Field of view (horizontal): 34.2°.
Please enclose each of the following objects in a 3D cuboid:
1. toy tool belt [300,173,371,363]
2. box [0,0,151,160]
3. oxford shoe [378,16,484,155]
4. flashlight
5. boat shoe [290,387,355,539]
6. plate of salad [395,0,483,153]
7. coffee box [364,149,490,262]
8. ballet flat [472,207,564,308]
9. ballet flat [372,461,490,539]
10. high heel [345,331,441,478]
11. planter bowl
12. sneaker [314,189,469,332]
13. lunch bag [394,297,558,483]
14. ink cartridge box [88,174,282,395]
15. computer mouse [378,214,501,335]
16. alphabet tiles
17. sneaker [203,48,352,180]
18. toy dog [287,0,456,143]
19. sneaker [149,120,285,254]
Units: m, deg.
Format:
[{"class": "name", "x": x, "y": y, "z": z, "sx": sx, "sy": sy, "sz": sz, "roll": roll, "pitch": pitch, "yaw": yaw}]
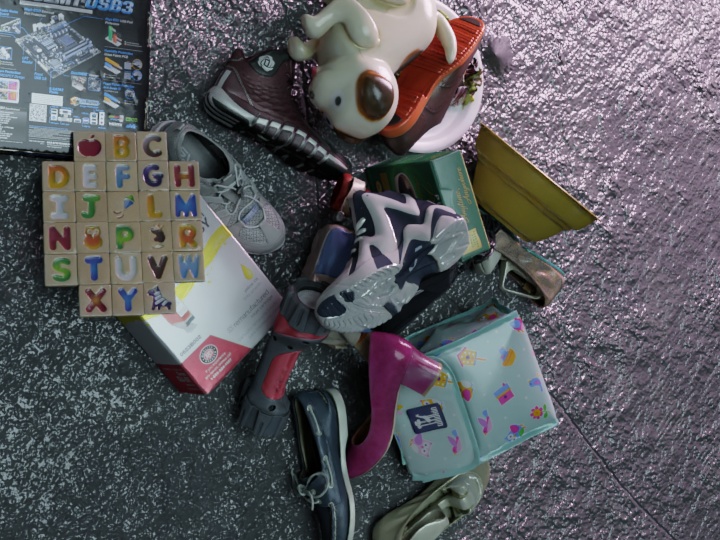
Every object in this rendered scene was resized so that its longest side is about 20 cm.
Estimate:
[{"class": "toy tool belt", "x": 0.000, "y": 0.000, "z": 1.385, "sx": 0.122, "sy": 0.125, "sz": 0.202, "roll": 20, "pitch": 85, "yaw": -15}, {"class": "box", "x": -0.325, "y": -0.221, "z": 1.255, "sx": 0.198, "sy": 0.050, "sz": 0.201, "roll": 2, "pitch": 87, "yaw": -29}, {"class": "oxford shoe", "x": 0.087, "y": -0.229, "z": 1.439, "sx": 0.200, "sy": 0.071, "sz": 0.073, "roll": -50, "pitch": 146, "yaw": -15}, {"class": "flashlight", "x": -0.080, "y": 0.103, "z": 1.309, "sx": 0.067, "sy": 0.068, "sz": 0.201, "roll": 11, "pitch": 124, "yaw": -18}, {"class": "boat shoe", "x": -0.047, "y": 0.241, "z": 1.387, "sx": 0.061, "sy": 0.075, "sz": 0.203, "roll": -2, "pitch": 89, "yaw": -31}, {"class": "plate of salad", "x": 0.080, "y": -0.251, "z": 1.484, "sx": 0.198, "sy": 0.048, "sz": 0.203, "roll": 1, "pitch": 88, "yaw": -29}, {"class": "coffee box", "x": 0.076, "y": -0.076, "z": 1.390, "sx": 0.044, "sy": 0.200, "sz": 0.124, "roll": -21, "pitch": 99, "yaw": -20}, {"class": "ballet flat", "x": 0.189, "y": -0.013, "z": 1.531, "sx": 0.199, "sy": 0.068, "sz": 0.068, "roll": 34, "pitch": 80, "yaw": -23}, {"class": "ballet flat", "x": 0.104, "y": 0.301, "z": 1.476, "sx": 0.199, "sy": 0.069, "sz": 0.070, "roll": -33, "pitch": 104, "yaw": -26}, {"class": "high heel", "x": 0.007, "y": 0.161, "z": 1.390, "sx": 0.095, "sy": 0.201, "sz": 0.068, "roll": 29, "pitch": 30, "yaw": -12}, {"class": "planter bowl", "x": 0.204, "y": -0.096, "z": 1.495, "sx": 0.200, "sy": 0.201, "sz": 0.084, "roll": 36, "pitch": 100, "yaw": -24}, {"class": "sneaker", "x": 0.007, "y": -0.021, "z": 1.270, "sx": 0.199, "sy": 0.129, "sz": 0.080, "roll": -39, "pitch": 138, "yaw": -17}, {"class": "lunch bag", "x": 0.123, "y": 0.152, "z": 1.461, "sx": 0.198, "sy": 0.122, "sz": 0.172, "roll": -24, "pitch": 105, "yaw": -11}, {"class": "ink cartridge box", "x": -0.199, "y": 0.016, "z": 1.301, "sx": 0.145, "sy": 0.083, "sz": 0.201, "roll": -45, "pitch": 109, "yaw": -23}, {"class": "computer mouse", "x": 0.091, "y": -0.001, "z": 1.448, "sx": 0.046, "sy": 0.200, "sz": 0.141, "roll": 45, "pitch": 26, "yaw": -6}, {"class": "alphabet tiles", "x": -0.248, "y": -0.051, "z": 1.227, "sx": 0.164, "sy": 0.006, "sz": 0.202, "roll": -1, "pitch": 75, "yaw": -16}, {"class": "sneaker", "x": -0.078, "y": -0.195, "z": 1.380, "sx": 0.199, "sy": 0.075, "sz": 0.117, "roll": 29, "pitch": 72, "yaw": -25}, {"class": "toy dog", "x": 0.006, "y": -0.247, "z": 1.362, "sx": 0.193, "sy": 0.139, "sz": 0.202, "roll": 30, "pitch": 62, "yaw": -22}, {"class": "sneaker", "x": -0.158, "y": -0.090, "z": 1.326, "sx": 0.200, "sy": 0.082, "sz": 0.075, "roll": 42, "pitch": 70, "yaw": -22}]
